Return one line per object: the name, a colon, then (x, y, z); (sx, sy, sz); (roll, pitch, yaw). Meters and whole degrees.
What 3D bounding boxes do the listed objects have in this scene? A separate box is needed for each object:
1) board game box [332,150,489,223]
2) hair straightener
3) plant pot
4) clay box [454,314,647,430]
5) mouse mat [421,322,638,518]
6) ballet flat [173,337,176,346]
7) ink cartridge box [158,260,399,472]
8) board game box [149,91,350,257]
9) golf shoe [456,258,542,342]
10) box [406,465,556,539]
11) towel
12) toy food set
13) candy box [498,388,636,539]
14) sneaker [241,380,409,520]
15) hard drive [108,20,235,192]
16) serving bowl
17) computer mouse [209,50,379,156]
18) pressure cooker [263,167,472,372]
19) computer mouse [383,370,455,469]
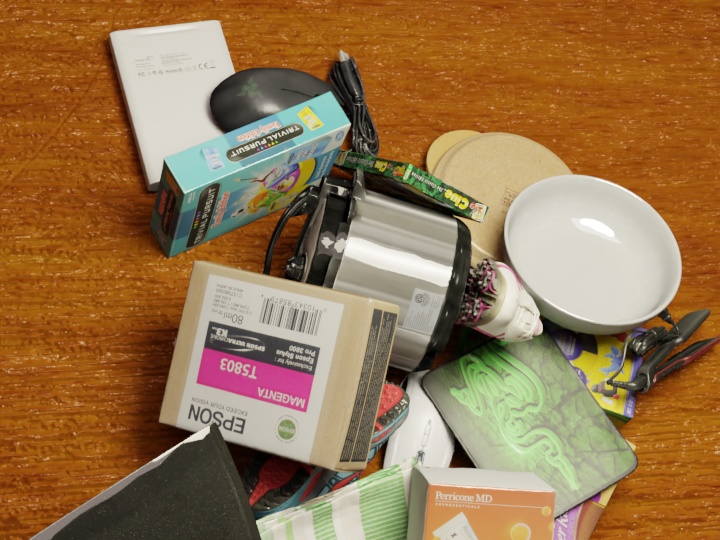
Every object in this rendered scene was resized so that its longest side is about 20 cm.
board game box: (0.049, -0.093, 1.443); (0.105, 0.200, 0.024); (24, 89, -24)
hair straightener: (0.328, 0.078, 1.487); (0.200, 0.041, 0.077); (-23, 94, -41)
plant pot: (-0.189, 0.277, 1.217); (0.200, 0.199, 0.178); (-30, 86, -26)
clay box: (0.210, 0.089, 1.487); (0.199, 0.048, 0.115); (19, 61, -6)
mouse mat: (0.177, 0.158, 1.407); (0.161, 0.008, 0.200); (-26, 67, -21)
ballet flat: (-0.099, 0.112, 1.391); (0.199, 0.072, 0.072); (14, 62, -2)
ink cartridge box: (-0.079, 0.090, 1.283); (0.199, 0.075, 0.165); (11, 87, 25)
board game box: (-0.119, -0.100, 1.434); (0.200, 0.151, 0.047); (-26, 74, -24)
golf shoe: (0.148, 0.034, 1.365); (0.092, 0.200, 0.073); (21, 89, 1)
box: (0.108, 0.295, 1.280); (0.124, 0.097, 0.201); (4, 91, -6)
towel: (-0.011, 0.284, 1.308); (0.199, 0.023, 0.153); (-20, 102, -23)
toy food set: (0.166, -0.071, 1.554); (0.199, 0.049, 0.199); (11, 63, -10)
candy box: (0.191, 0.238, 1.405); (0.116, 0.057, 0.200); (34, 60, 4)
sneaker: (-0.033, 0.186, 1.353); (0.200, 0.096, 0.079); (-35, 52, -17)
hard drive: (-0.199, -0.189, 1.528); (0.131, 0.027, 0.201); (-10, 67, -20)
serving bowl: (0.246, -0.008, 1.471); (0.199, 0.066, 0.201); (6, 54, -8)
computer mouse: (-0.072, -0.195, 1.531); (0.199, 0.053, 0.139); (-3, 65, -26)
pressure cooker: (0.000, 0.000, 1.401); (0.199, 0.179, 0.176); (15, 65, -8)
computer mouse: (0.059, 0.188, 1.401); (0.109, 0.044, 0.201); (16, 62, -6)
